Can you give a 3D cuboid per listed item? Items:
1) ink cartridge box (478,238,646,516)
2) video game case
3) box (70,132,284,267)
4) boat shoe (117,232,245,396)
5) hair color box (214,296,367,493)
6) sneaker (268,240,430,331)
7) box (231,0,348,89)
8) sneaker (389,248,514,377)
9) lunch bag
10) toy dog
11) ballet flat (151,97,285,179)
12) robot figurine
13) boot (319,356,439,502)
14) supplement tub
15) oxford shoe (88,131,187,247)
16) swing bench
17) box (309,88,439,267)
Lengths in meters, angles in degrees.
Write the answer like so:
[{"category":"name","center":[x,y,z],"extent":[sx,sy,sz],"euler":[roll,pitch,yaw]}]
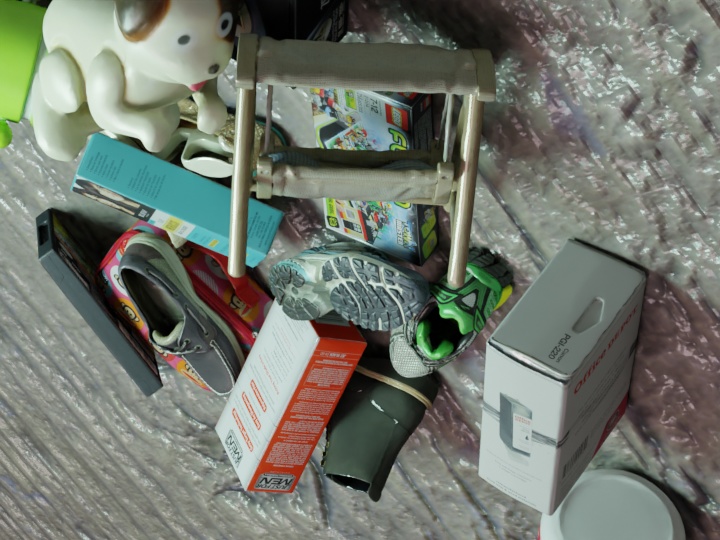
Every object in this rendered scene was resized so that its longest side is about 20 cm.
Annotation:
[{"category":"ink cartridge box","center":[0.175,0.095,1.514],"extent":[0.085,0.146,0.200],"euler":[27,145,21]},{"category":"video game case","center":[-0.297,0.034,1.945],"extent":[0.200,0.025,0.181],"euler":[54,-179,-20]},{"category":"box","center":[-0.180,-0.068,1.682],"extent":[0.199,0.049,0.082],"euler":[23,168,-9]},{"category":"boat shoe","center":[-0.189,0.056,1.784],"extent":[0.072,0.065,0.200],"euler":[-16,115,33]},{"category":"hair color box","center":[-0.074,0.119,1.759],"extent":[0.200,0.061,0.102],"euler":[-63,37,27]},{"category":"sneaker","center":[0.000,0.000,1.638],"extent":[0.200,0.086,0.078],"euler":[7,125,48]},{"category":"box","center":[-0.112,-0.271,1.432],"extent":[0.199,0.086,0.164],"euler":[29,146,17]},{"category":"sneaker","center":[0.068,0.053,1.631],"extent":[0.078,0.085,0.200],"euler":[39,148,3]},{"category":"lunch bag","center":[-0.180,0.025,1.862],"extent":[0.200,0.082,0.176],"euler":[43,143,-3]},{"category":"toy dog","center":[-0.170,-0.191,1.408],"extent":[0.200,0.139,0.195],"euler":[-12,86,54]},{"category":"ballet flat","center":[-0.165,-0.130,1.671],"extent":[0.199,0.065,0.071],"euler":[17,141,33]},{"category":"robot figurine","center":[-0.354,-0.208,1.684],"extent":[0.199,0.176,0.116],"euler":[14,175,-12]},{"category":"boot","center":[-0.032,0.153,1.789],"extent":[0.199,0.139,0.077],"euler":[9,153,41]},{"category":"supplement tub","center":[0.235,0.302,1.701],"extent":[0.140,0.140,0.200],"euler":[29,145,18]},{"category":"oxford shoe","center":[-0.238,-0.105,1.751],"extent":[0.200,0.074,0.071],"euler":[39,175,5]},{"category":"swing bench","center":[-0.003,-0.104,1.395],"extent":[0.198,0.130,0.201],"euler":[4,127,-3]},{"category":"box","center":[0.014,-0.100,1.551],"extent":[0.110,0.035,0.200],"euler":[23,143,25]}]
